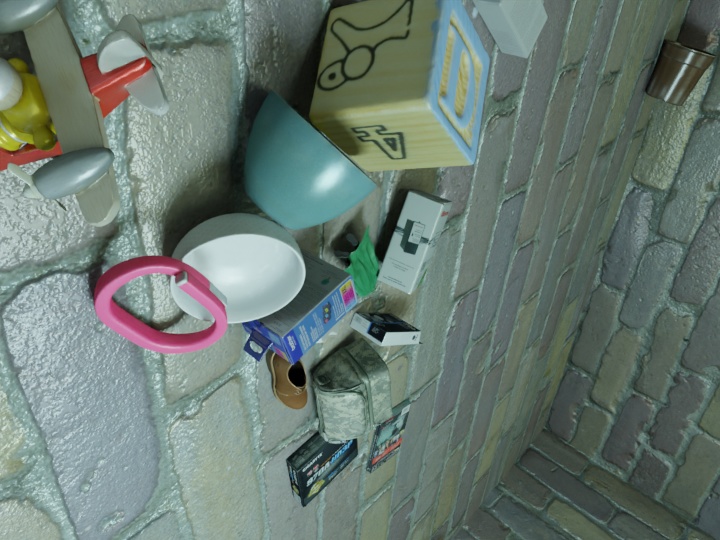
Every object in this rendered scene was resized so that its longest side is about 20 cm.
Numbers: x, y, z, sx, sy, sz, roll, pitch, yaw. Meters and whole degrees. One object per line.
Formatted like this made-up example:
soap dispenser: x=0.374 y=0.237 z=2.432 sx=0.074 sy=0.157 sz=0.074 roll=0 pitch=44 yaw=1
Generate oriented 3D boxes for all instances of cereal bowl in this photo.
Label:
cereal bowl: x=-0.184 y=-0.013 z=0.813 sx=0.197 sy=0.084 sz=0.201 roll=-12 pitch=144 yaw=-9

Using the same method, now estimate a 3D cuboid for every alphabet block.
alphabet block: x=0.065 y=-0.279 z=0.835 sx=0.196 sy=0.197 sz=0.199 roll=30 pitch=68 yaw=-56

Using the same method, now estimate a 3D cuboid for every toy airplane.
toy airplane: x=-0.281 y=-0.163 z=0.502 sx=0.141 sy=0.198 sz=0.202 roll=-5 pitch=118 yaw=-65

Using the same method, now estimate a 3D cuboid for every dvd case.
dvd case: x=0.085 y=0.497 z=1.638 sx=0.145 sy=0.022 sz=0.203 roll=-19 pitch=130 yaw=-46

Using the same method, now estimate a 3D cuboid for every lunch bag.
lunch bag: x=-0.027 y=0.283 z=1.238 sx=0.166 sy=0.139 sz=0.202 roll=-23 pitch=132 yaw=-22

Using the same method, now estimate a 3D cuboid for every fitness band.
fitness band: x=-0.270 y=0.055 z=0.759 sx=0.142 sy=0.038 sz=0.201 roll=-25 pitch=142 yaw=7

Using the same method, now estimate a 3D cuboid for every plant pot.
plant pot: x=1.223 y=-0.761 z=2.114 sx=0.199 sy=0.200 sz=0.200 roll=-21 pitch=138 yaw=-44
plant pot: x=-0.092 y=-0.140 z=0.796 sx=0.135 sy=0.200 sz=0.200 roll=-48 pitch=148 yaw=8

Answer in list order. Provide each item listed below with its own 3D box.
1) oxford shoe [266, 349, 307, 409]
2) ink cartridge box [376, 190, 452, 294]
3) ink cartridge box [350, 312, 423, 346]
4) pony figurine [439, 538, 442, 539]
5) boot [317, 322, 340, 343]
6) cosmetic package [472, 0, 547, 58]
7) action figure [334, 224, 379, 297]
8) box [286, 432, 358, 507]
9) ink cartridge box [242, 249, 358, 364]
oxford shoe: x=-0.135 y=0.230 z=1.104 sx=0.071 sy=0.071 sz=0.202 roll=-43 pitch=144 yaw=-27
ink cartridge box: x=0.119 y=-0.066 z=1.179 sx=0.203 sy=0.082 sz=0.146 roll=-70 pitch=167 yaw=12
ink cartridge box: x=0.072 y=0.138 z=1.287 sx=0.199 sy=0.099 sz=0.040 roll=10 pitch=105 yaw=-56
pony figurine: x=0.342 y=1.346 z=2.476 sx=0.166 sy=0.193 sz=0.201 roll=37 pitch=83 yaw=-23
boot: x=-0.097 y=0.096 z=1.067 sx=0.200 sy=0.089 sz=0.074 roll=-7 pitch=96 yaw=-80
cosmetic package: x=0.315 y=-0.545 z=1.140 sx=0.199 sy=0.071 sz=0.103 roll=22 pitch=96 yaw=-57
action figure: x=0.000 y=0.000 z=1.131 sx=0.119 sy=0.054 sz=0.201 roll=-53 pitch=153 yaw=-15
box: x=-0.089 y=0.465 z=1.356 sx=0.199 sy=0.046 sz=0.161 roll=-34 pitch=138 yaw=-34
ink cartridge box: x=-0.120 y=0.068 z=0.943 sx=0.200 sy=0.135 sz=0.077 roll=-40 pitch=136 yaw=-28
